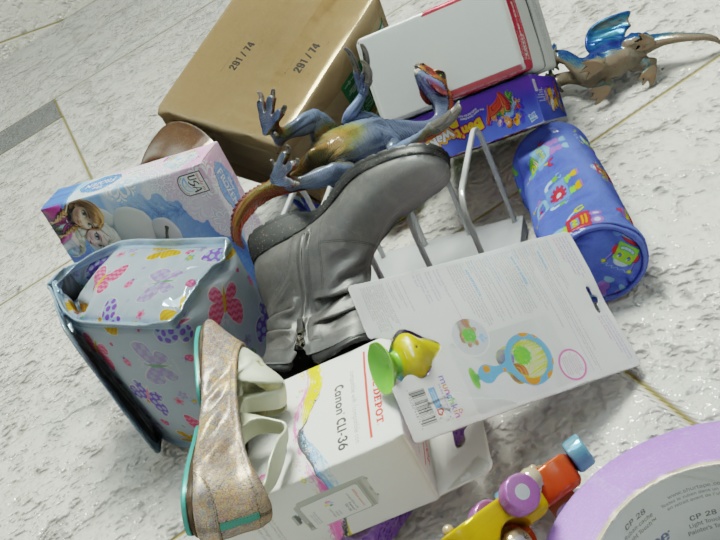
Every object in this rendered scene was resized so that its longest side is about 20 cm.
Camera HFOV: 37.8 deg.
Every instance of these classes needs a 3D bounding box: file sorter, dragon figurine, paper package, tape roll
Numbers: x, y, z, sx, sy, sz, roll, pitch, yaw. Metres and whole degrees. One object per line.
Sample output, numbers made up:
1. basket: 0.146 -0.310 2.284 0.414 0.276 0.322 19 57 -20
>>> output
1. file sorter: 0.032 -0.023 0.934 0.197 0.126 0.140 -15 32 24
2. dragon figurine: 0.271 -0.232 1.110 0.197 0.059 0.100 -24 30 12
3. paper package: -0.078 -0.194 1.095 0.188 0.104 0.202 19 69 33
4. tape roll: 0.195 0.174 0.553 0.197 0.066 0.201 -21 30 13

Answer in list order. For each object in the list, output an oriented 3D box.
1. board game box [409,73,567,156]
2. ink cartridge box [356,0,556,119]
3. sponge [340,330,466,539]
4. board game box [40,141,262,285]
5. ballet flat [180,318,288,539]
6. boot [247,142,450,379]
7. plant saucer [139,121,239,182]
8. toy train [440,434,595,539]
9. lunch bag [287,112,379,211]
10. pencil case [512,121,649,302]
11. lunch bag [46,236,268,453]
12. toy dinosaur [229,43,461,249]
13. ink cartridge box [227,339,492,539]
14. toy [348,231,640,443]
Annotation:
1. board game box: 0.125 -0.148 1.035 0.132 0.046 0.200 -18 4 19
2. ink cartridge box: 0.100 -0.208 1.015 0.143 0.085 0.200 -19 4 22
3. sponge: 0.025 0.125 0.810 0.110 0.030 0.200 5 45 46
4. board game box: -0.177 -0.007 1.010 0.196 0.202 0.044 -12 31 27
5. ballet flat: -0.082 0.104 0.722 0.066 0.069 0.202 -8 38 1
6. boot: 0.000 0.000 0.810 0.198 0.069 0.134 -31 55 29
7. plant saucer: -0.179 -0.049 1.077 0.036 0.204 0.198 -22 21 -37
8. toy train: 0.071 0.179 0.646 0.199 0.150 0.056 -37 74 0
9. lunch bag: -0.031 -0.159 1.205 0.169 0.128 0.200 -33 41 -6
10. pencil case: 0.180 -0.050 0.894 0.087 0.078 0.201 -41 26 21
11. lunch bag: -0.169 0.070 0.920 0.197 0.171 0.128 3 45 38
12. toy dinosaur: -0.005 -0.117 0.888 0.179 0.106 0.200 -7 -25 -43
13. ink cartridge box: -0.013 0.122 0.748 0.197 0.068 0.117 -24 31 10
14. toy: 0.091 0.048 0.745 0.197 0.117 0.047 -12 -24 -31
